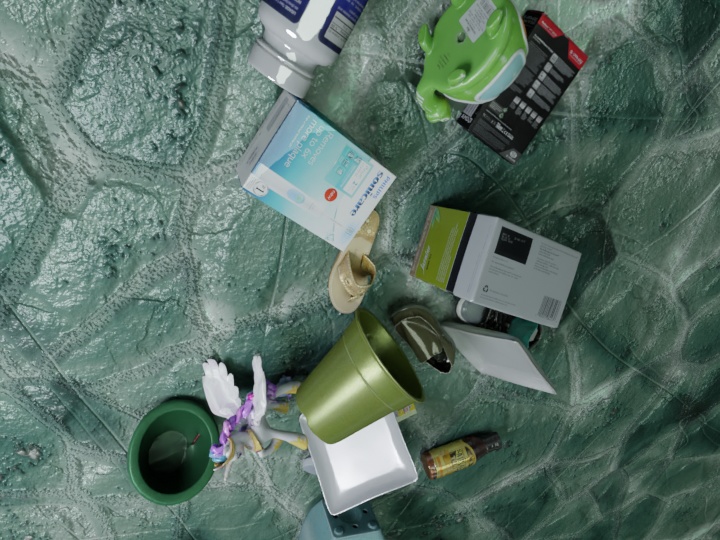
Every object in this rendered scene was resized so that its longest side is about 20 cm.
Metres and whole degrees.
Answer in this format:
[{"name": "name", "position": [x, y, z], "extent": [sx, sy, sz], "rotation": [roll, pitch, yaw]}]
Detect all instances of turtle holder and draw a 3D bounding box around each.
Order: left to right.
[{"name": "turtle holder", "position": [0.164, -0.299, 0.794], "extent": [0.129, 0.140, 0.190], "rotation": [11, 107, -44]}]

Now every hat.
[{"name": "hat", "position": [-0.368, 0.346, 1.043], "extent": [0.161, 0.175, 0.207], "rotation": [17, 76, -26]}]

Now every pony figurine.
[{"name": "pony figurine", "position": [-0.186, 0.248, 0.969], "extent": [0.163, 0.201, 0.197], "rotation": [-13, 170, 37]}]

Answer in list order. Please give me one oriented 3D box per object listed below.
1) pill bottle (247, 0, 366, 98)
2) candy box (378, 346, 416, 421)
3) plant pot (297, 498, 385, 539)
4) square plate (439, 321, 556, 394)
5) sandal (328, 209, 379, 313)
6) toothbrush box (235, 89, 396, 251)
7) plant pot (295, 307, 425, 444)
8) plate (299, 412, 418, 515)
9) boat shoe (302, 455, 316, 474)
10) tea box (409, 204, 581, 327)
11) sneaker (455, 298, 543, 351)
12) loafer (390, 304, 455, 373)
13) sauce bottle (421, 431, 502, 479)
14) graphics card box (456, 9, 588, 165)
[{"name": "pill bottle", "position": [-0.062, -0.336, 0.696], "extent": [0.117, 0.120, 0.203], "rotation": [23, 109, -30]}, {"name": "candy box", "position": [0.049, 0.247, 1.137], "extent": [0.100, 0.027, 0.204], "rotation": [-24, 124, -7]}, {"name": "plant pot", "position": [-0.033, 0.631, 1.239], "extent": [0.189, 0.197, 0.207], "rotation": [1, 111, -20]}, {"name": "square plate", "position": [0.275, 0.168, 1.094], "extent": [0.198, 0.197, 0.029], "rotation": [45, 68, -34]}, {"name": "sandal", "position": [-0.005, 0.000, 0.945], "extent": [0.075, 0.070, 0.218], "rotation": [2, 118, -21]}, {"name": "toothbrush box", "position": [-0.067, -0.148, 0.826], "extent": [0.197, 0.086, 0.148], "rotation": [31, 105, -33]}, {"name": "plant pot", "position": [-0.013, 0.208, 0.993], "extent": [0.189, 0.202, 0.200], "rotation": [-39, 125, 11]}, {"name": "plate", "position": [-0.005, 0.348, 1.087], "extent": [0.195, 0.205, 0.032], "rotation": [-25, 166, 10]}, {"name": "boat shoe", "position": [-0.030, 0.376, 1.156], "extent": [0.196, 0.088, 0.075], "rotation": [-16, 136, 20]}, {"name": "tea box", "position": [0.224, -0.011, 0.934], "extent": [0.195, 0.196, 0.138], "rotation": [17, 95, -27]}, {"name": "sneaker", "position": [0.288, 0.106, 1.080], "extent": [0.195, 0.120, 0.086], "rotation": [16, 101, -28]}, {"name": "loafer", "position": [0.131, 0.137, 1.067], "extent": [0.074, 0.071, 0.199], "rotation": [-32, 128, 25]}, {"name": "sauce bottle", "position": [0.242, 0.434, 1.299], "extent": [0.194, 0.066, 0.068], "rotation": [-18, 124, -11]}, {"name": "graphics card box", "position": [0.261, -0.292, 0.887], "extent": [0.123, 0.051, 0.203], "rotation": [23, 108, -30]}]
